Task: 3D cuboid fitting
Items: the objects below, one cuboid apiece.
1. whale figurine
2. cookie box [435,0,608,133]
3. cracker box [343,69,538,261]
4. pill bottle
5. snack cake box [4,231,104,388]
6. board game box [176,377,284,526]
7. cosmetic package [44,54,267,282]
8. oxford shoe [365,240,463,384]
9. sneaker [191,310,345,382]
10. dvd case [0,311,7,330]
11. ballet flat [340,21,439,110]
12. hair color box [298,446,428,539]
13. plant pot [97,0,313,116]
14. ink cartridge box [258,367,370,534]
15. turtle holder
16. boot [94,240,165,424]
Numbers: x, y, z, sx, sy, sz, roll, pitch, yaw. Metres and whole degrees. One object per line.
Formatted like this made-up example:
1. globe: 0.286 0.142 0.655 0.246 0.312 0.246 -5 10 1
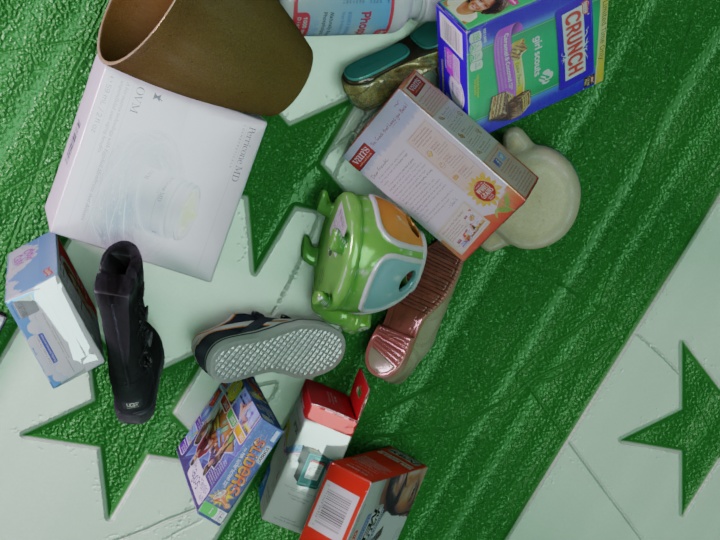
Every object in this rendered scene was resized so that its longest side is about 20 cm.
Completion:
1. whale figurine: 0.178 -0.105 1.813 0.198 0.104 0.161 12 104 8
2. cookie box: 0.194 -0.271 1.720 0.199 0.075 0.172 -26 140 -16
3. cracker box: 0.095 -0.124 1.728 0.200 0.058 0.134 40 133 -5
4. pill bottle: -0.007 -0.331 1.686 0.198 0.109 0.110 -4 105 -13
5. snack cake box: -0.350 0.040 1.643 0.067 0.200 0.116 -27 109 -4
6. board game box: -0.161 0.206 1.736 0.034 0.200 0.136 33 95 -20
7. cosmetic package: -0.239 -0.119 1.674 0.198 0.123 0.201 17 99 -19
8. oxford shoe: 0.075 0.052 1.841 0.201 0.070 0.074 -57 150 -5
9. sneaker: -0.116 0.090 1.789 0.198 0.079 0.079 -1 110 -35
10. dvd case: -0.531 0.109 1.707 0.149 0.025 0.201 27 95 -19
11. ballet flat: 0.070 -0.255 1.755 0.199 0.071 0.071 -28 109 -7
12. hair color box: 0.007 0.291 1.808 0.064 0.200 0.112 25 99 20
13. plant pot: -0.154 -0.258 1.579 0.199 0.186 0.187 30 95 -31
14. ink cartridge box: -0.059 0.215 1.807 0.067 0.116 0.202 22 97 -10
15. turtle holder: 0.004 -0.001 1.758 0.130 0.141 0.188 7 101 -18
16. boot: -0.269 0.049 1.653 0.065 0.166 0.201 -9 130 -5
